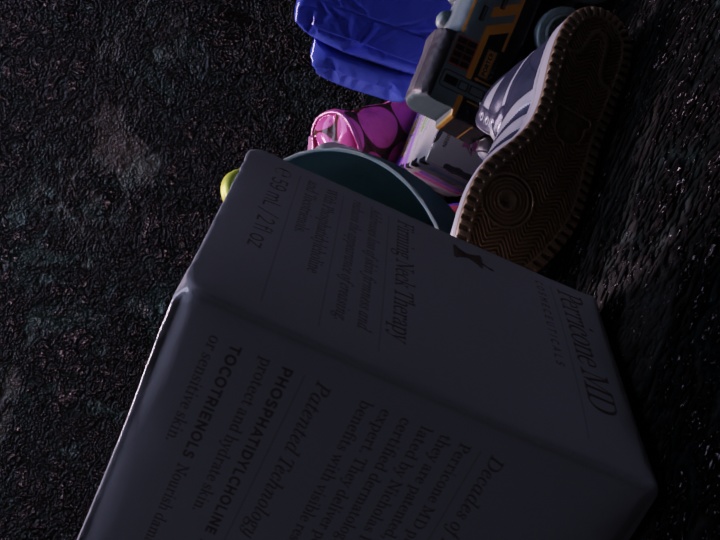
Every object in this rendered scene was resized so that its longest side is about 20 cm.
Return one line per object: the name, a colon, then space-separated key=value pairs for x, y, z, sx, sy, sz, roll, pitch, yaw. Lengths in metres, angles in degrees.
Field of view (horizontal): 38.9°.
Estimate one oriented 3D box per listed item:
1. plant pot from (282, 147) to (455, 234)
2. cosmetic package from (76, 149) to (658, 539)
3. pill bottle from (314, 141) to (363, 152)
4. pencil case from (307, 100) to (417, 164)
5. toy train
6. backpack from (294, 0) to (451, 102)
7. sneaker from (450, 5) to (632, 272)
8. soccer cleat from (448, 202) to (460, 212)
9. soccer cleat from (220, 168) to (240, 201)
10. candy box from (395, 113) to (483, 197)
plant pot: x=0.011 y=0.017 z=0.746 sx=0.134 sy=0.199 sz=0.202 roll=-2 pitch=-59 yaw=-57
cosmetic package: x=-0.002 y=0.076 z=0.477 sx=0.168 sy=0.198 sz=0.167 roll=-83 pitch=17 yaw=-65
pill bottle: x=-0.039 y=-0.001 z=0.894 sx=0.201 sy=0.112 sz=0.112 roll=-57 pitch=10 yaw=20
pencil case: x=0.028 y=-0.148 z=1.076 sx=0.199 sy=0.093 sz=0.092 roll=-24 pitch=-52 yaw=-47
toy train: x=0.114 y=-0.182 z=0.767 sx=0.085 sy=0.113 sz=0.202 roll=-179 pitch=112 yaw=-82
backpack: x=0.026 y=-0.268 z=0.944 sx=0.201 sy=0.161 sz=0.169 roll=-74 pitch=8 yaw=-52
sneaker: x=0.103 y=-0.068 z=0.664 sx=0.201 sy=0.070 sz=0.108 roll=-62 pitch=10 yaw=-16
soccer cleat: x=0.047 y=0.017 z=0.867 sx=0.201 sy=0.066 sz=0.077 roll=-62 pitch=-5 yaw=31
soccer cleat: x=-0.072 y=-0.054 z=0.989 sx=0.083 sy=0.199 sz=0.066 roll=-14 pitch=77 yaw=34
candy box: x=0.105 y=-0.157 z=0.932 sx=0.200 sy=0.071 sz=0.169 roll=-151 pitch=85 yaw=-83
